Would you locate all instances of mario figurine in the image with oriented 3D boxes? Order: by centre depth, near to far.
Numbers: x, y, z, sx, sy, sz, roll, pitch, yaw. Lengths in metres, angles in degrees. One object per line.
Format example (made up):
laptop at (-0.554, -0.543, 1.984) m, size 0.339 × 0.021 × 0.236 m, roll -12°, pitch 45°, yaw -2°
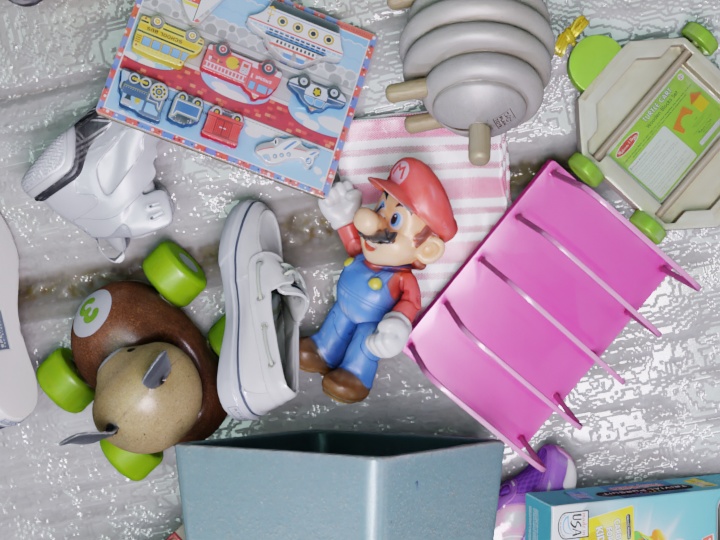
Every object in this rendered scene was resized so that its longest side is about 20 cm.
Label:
mario figurine at (0.000, 0.000, 1.233) m, size 0.122 × 0.106 × 0.202 m, roll 26°, pitch 102°, yaw 7°

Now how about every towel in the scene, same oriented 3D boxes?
towel at (0.057, -0.033, 1.285) m, size 0.144 × 0.030 × 0.203 m, roll -4°, pitch 96°, yaw 7°

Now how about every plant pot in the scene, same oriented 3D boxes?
plant pot at (-0.015, 0.233, 1.194) m, size 0.194 × 0.196 × 0.203 m, roll 0°, pitch 88°, yaw 34°

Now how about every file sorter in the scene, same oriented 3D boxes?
file sorter at (0.151, 0.038, 1.216) m, size 0.139 × 0.125 × 0.200 m, roll 39°, pitch 94°, yaw -10°

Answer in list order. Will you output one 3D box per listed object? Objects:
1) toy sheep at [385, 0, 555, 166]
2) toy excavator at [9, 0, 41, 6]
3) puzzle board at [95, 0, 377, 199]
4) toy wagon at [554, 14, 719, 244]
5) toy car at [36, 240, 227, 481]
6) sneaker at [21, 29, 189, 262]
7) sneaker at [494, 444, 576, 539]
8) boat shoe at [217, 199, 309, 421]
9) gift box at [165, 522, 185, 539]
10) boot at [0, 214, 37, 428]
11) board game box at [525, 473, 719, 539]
toy sheep at (0.090, -0.171, 1.212) m, size 0.136 × 0.138 × 0.202 m, roll -3°, pitch 68°, yaw 6°
toy excavator at (-0.249, -0.343, 1.260) m, size 0.199 × 0.100 × 0.196 m, roll -31°, pitch 94°, yaw -5°
puzzle board at (-0.097, -0.161, 1.242) m, size 0.198 × 0.017 × 0.152 m, roll 20°, pitch 74°, yaw -10°
toy wagon at (0.237, -0.127, 1.243) m, size 0.200 × 0.040 × 0.155 m, roll 42°, pitch 89°, yaw 1°
toy car at (-0.184, 0.087, 1.236) m, size 0.164 × 0.200 × 0.158 m, roll -44°, pitch 91°, yaw 8°
sneaker at (-0.179, -0.103, 1.283) m, size 0.200 × 0.075 × 0.115 m, roll -44°, pitch 101°, yaw 2°
sneaker at (0.099, 0.222, 1.276) m, size 0.088 × 0.081 × 0.201 m, roll 36°, pitch 99°, yaw -9°
boat shoe at (-0.071, 0.027, 1.244) m, size 0.066 × 0.074 × 0.202 m, roll -16°, pitch 58°, yaw 24°
gift box at (-0.147, 0.332, 1.262) m, size 0.200 × 0.187 × 0.185 m, roll -40°, pitch 91°, yaw 27°
boot at (-0.340, 0.043, 1.315) m, size 0.090 × 0.072 × 0.202 m, roll -22°, pitch 73°, yaw 36°
board game box at (0.229, 0.251, 1.244) m, size 0.198 × 0.047 × 0.153 m, roll -2°, pitch 97°, yaw -22°
